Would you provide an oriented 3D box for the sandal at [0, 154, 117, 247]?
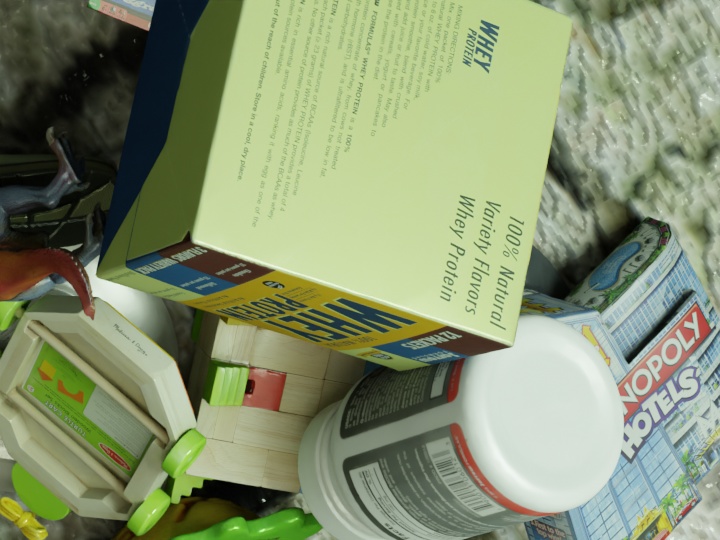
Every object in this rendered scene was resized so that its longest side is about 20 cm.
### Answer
[{"bbox_3d":[-0.249,-0.053,1.646,0.201,0.057,0.080,4,128,-25],"label":"sandal"}]

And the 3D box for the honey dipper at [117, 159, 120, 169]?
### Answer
[{"bbox_3d":[-0.064,-0.113,1.639,0.200,0.038,0.038,-38,112,11],"label":"honey dipper"}]

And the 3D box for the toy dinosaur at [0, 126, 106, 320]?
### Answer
[{"bbox_3d":[-0.237,-0.013,1.548,0.181,0.200,0.105,-27,107,13],"label":"toy dinosaur"}]

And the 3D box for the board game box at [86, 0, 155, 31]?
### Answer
[{"bbox_3d":[-0.054,-0.171,1.600,0.200,0.019,0.103,21,101,-6],"label":"board game box"}]

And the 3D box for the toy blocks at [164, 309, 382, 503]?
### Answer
[{"bbox_3d":[-0.035,0.064,1.688,0.137,0.100,0.200,12,95,-15],"label":"toy blocks"}]

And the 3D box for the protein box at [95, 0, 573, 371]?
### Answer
[{"bbox_3d":[-0.014,-0.069,1.473,0.200,0.135,0.199,18,74,-25],"label":"protein box"}]

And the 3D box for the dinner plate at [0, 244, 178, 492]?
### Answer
[{"bbox_3d":[-0.219,0.062,1.718,0.200,0.024,0.200,-1,114,-3],"label":"dinner plate"}]

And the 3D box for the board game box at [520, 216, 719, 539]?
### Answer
[{"bbox_3d":[0.156,0.070,1.664,0.200,0.062,0.200,-44,121,-20],"label":"board game box"}]

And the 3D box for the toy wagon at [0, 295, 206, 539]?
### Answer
[{"bbox_3d":[-0.181,0.099,1.671,0.155,0.040,0.200,40,136,8],"label":"toy wagon"}]

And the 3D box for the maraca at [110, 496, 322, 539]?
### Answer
[{"bbox_3d":[-0.104,0.196,1.718,0.137,0.107,0.200,-10,160,-34],"label":"maraca"}]

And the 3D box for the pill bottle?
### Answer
[{"bbox_3d":[0.054,0.102,1.574,0.116,0.116,0.200,40,148,-19],"label":"pill bottle"}]

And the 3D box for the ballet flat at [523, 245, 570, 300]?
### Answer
[{"bbox_3d":[0.121,0.063,1.715,0.073,0.073,0.200,-23,114,7],"label":"ballet flat"}]
